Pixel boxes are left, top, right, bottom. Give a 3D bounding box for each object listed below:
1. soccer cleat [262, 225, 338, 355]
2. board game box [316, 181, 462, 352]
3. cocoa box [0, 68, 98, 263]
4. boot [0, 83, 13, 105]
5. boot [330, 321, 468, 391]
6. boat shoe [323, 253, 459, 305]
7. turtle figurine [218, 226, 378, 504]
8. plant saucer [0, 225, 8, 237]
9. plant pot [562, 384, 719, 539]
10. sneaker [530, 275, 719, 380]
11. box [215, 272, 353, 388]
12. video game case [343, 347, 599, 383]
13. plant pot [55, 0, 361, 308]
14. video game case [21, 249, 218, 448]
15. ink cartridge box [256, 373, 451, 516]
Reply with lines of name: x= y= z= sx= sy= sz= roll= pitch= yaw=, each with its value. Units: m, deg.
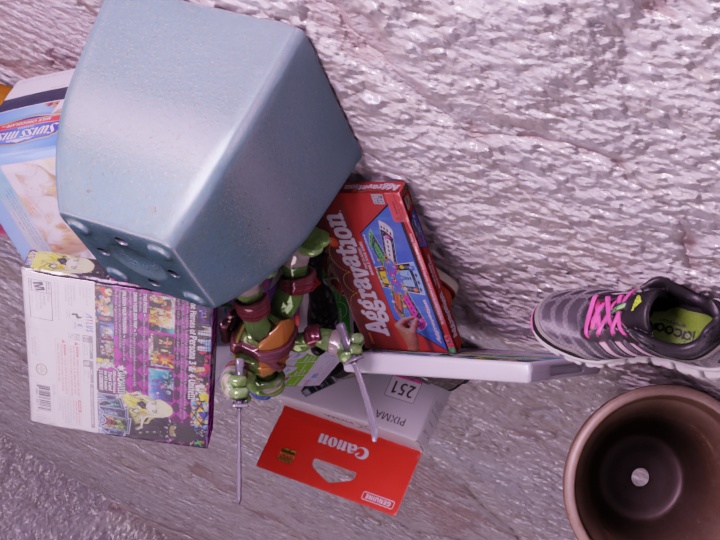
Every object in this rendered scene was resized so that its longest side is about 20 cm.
soccer cleat: x=-0.068 y=-0.008 z=1.455 sx=0.073 sy=0.068 sz=0.201 roll=15 pitch=129 yaw=28
board game box: x=0.023 y=-0.001 z=1.425 sx=0.102 sy=0.019 sz=0.201 roll=3 pitch=132 yaw=30
cocoa box: x=-0.254 y=-0.074 z=1.415 sx=0.133 sy=0.132 sz=0.201 roll=-6 pitch=130 yaw=25
boot: x=-0.294 y=-0.146 z=1.502 sx=0.201 sy=0.071 sz=0.144 roll=32 pitch=154 yaw=-30
boot: x=0.050 y=0.108 z=1.702 sx=0.130 sy=0.068 sz=0.200 roll=25 pitch=162 yaw=-13
boat shoe: x=0.000 y=0.000 z=1.499 sx=0.199 sy=0.063 sz=0.071 roll=27 pitch=161 yaw=1
turtle figurine: x=-0.059 y=0.070 z=1.365 sx=0.143 sy=0.201 sz=0.195 roll=-5 pitch=129 yaw=-8
plant saucer: x=-0.351 y=-0.067 z=1.585 sx=0.199 sy=0.051 sz=0.201 roll=6 pitch=173 yaw=1
plant pot: x=0.297 y=0.216 z=1.529 sx=0.199 sy=0.201 sz=0.175 roll=25 pitch=178 yaw=2
sneaker: x=0.240 y=0.042 z=1.306 sx=0.199 sy=0.074 sz=0.088 roll=9 pitch=155 yaw=26
box: x=-0.113 y=0.066 z=1.638 sx=0.175 sy=0.097 sz=0.200 roll=0 pitch=163 yaw=-12
video game case: x=0.113 y=0.093 z=1.482 sx=0.199 sy=0.022 sz=0.182 roll=2 pitch=180 yaw=30
plant pot: x=-0.143 y=-0.087 z=1.265 sx=0.195 sy=0.201 sz=0.197 roll=15 pitch=157 yaw=24
video game case: x=-0.227 y=0.078 z=1.419 sx=0.180 sy=0.036 sz=0.201 roll=8 pitch=129 yaw=3
ink cartridge box: x=-0.014 y=0.177 z=1.776 sx=0.199 sy=0.174 sz=0.044 roll=16 pitch=157 yaw=25
